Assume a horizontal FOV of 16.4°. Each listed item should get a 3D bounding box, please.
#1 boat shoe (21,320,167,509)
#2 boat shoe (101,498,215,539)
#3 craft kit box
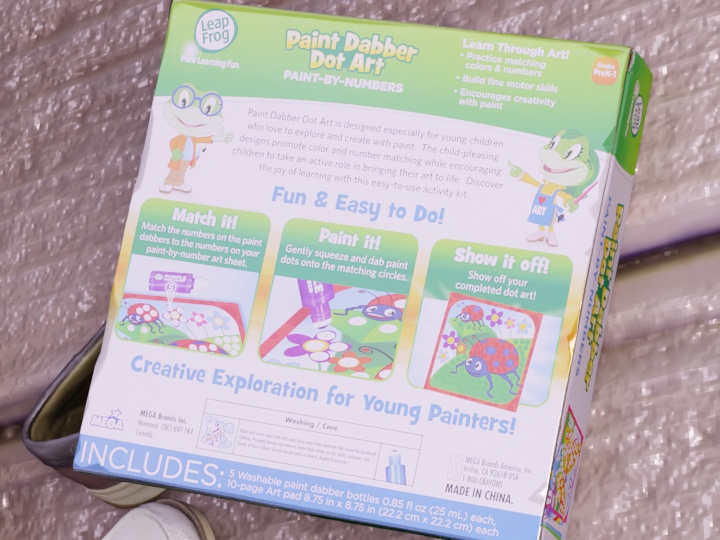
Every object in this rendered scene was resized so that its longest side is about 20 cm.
[{"bbox_3d":[-0.065,0.025,1.056,0.201,0.066,0.072,-44,52,21],"label":"boat shoe"},{"bbox_3d":[-0.128,0.186,1.055,0.075,0.068,0.201,31,96,42],"label":"boat shoe"},{"bbox_3d":[0.000,0.000,0.983,0.199,0.048,0.199,9,84,21],"label":"craft kit box"}]
